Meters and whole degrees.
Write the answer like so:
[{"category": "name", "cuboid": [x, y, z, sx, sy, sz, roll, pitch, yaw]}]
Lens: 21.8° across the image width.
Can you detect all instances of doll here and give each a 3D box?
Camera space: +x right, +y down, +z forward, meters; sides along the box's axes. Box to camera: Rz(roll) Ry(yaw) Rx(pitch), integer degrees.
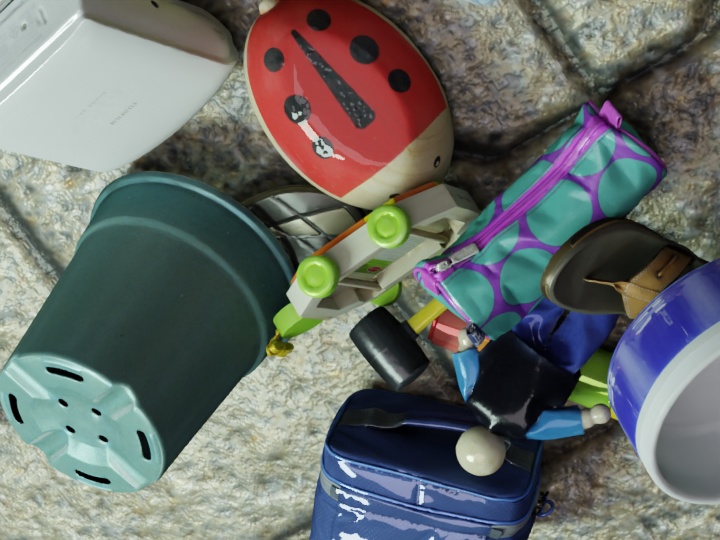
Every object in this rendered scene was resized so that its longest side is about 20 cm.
[{"category": "doll", "cuboid": [0.142, 0.077, 1.480, 0.136, 0.048, 0.200, 35, 89, 12]}]

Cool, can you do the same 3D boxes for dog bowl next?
[{"category": "dog bowl", "cuboid": [0.292, 0.082, 1.426, 0.200, 0.079, 0.200, -14, 134, -14]}]

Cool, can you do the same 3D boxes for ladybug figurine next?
[{"category": "ladybug figurine", "cuboid": [-0.011, -0.133, 1.447, 0.136, 0.072, 0.200, -44, 93, 3]}]

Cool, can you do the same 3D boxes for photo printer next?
[{"category": "photo printer", "cuboid": [-0.202, -0.150, 1.451, 0.166, 0.200, 0.070, -37, 63, 26]}]

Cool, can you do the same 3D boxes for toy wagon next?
[{"category": "toy wagon", "cuboid": [0.000, 0.000, 1.472, 0.200, 0.155, 0.040, -34, 75, 16]}]

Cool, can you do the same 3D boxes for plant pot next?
[{"category": "plant pot", "cuboid": [-0.176, 0.058, 1.498, 0.200, 0.196, 0.201, 17, 136, 17]}]

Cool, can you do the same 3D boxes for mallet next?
[{"category": "mallet", "cuboid": [0.086, 0.021, 1.499, 0.200, 0.041, 0.066, -34, 83, 11]}]

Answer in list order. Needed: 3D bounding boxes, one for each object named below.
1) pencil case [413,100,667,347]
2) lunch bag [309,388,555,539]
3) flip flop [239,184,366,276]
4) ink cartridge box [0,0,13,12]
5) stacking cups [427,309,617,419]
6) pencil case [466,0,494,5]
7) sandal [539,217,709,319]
[{"category": "pencil case", "cuboid": [0.137, -0.037, 1.431, 0.200, 0.085, 0.092, -45, 142, 5]}, {"category": "lunch bag", "cuboid": [0.063, 0.182, 1.559, 0.199, 0.136, 0.133, 11, 118, 8]}, {"category": "flip flop", "cuboid": [-0.078, -0.030, 1.547, 0.200, 0.058, 0.081, -19, 114, 38]}, {"category": "ink cartridge box", "cuboid": [-0.265, -0.256, 1.401, 0.084, 0.200, 0.146, 45, 117, -10]}, {"category": "stacking cups", "cuboid": [0.155, 0.072, 1.535, 0.200, 0.061, 0.061, 22, 119, 10]}, {"category": "pencil case", "cuboid": [0.144, -0.272, 1.351, 0.200, 0.083, 0.091, -27, 89, 25]}, {"category": "sandal", "cuboid": [0.224, 0.017, 1.427, 0.200, 0.055, 0.082, 21, 103, -35]}]
